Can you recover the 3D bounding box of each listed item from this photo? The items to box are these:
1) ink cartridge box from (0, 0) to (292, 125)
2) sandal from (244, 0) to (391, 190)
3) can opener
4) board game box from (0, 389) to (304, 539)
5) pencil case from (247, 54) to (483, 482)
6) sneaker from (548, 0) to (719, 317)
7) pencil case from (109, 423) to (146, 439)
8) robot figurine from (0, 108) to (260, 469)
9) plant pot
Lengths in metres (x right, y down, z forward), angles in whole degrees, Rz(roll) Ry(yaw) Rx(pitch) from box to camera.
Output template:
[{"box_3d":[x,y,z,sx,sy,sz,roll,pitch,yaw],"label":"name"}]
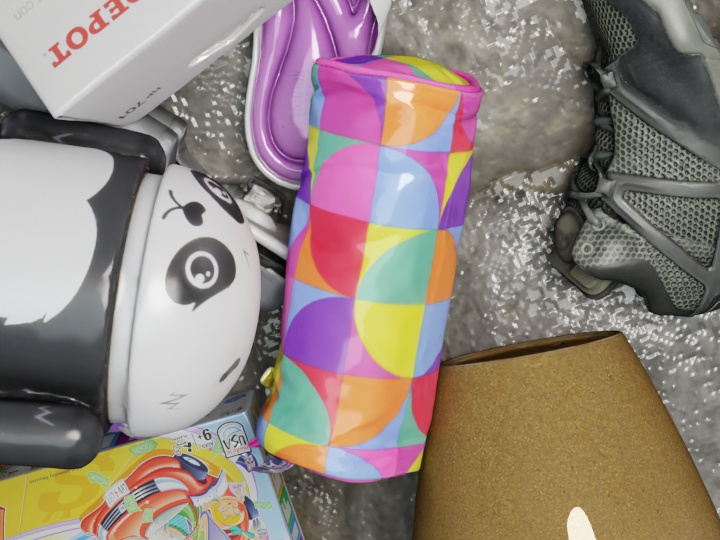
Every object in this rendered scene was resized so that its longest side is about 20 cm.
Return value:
[{"box_3d":[-0.120,-0.186,0.753,0.146,0.086,0.201,-36,83,12],"label":"ink cartridge box"},{"box_3d":[-0.021,-0.135,0.802,0.082,0.050,0.204,-1,106,4],"label":"sandal"},{"box_3d":[-0.114,-0.048,0.832,0.199,0.053,0.067,31,105,-4],"label":"can opener"},{"box_3d":[-0.130,0.155,0.900,0.199,0.034,0.135,-17,104,8],"label":"board game box"},{"box_3d":[0.000,0.000,0.786,0.088,0.088,0.202,12,101,0],"label":"pencil case"},{"box_3d":[0.124,-0.062,0.800,0.114,0.076,0.200,-27,108,4],"label":"sneaker"},{"box_3d":[-0.178,0.018,0.837,0.198,0.084,0.086,16,141,-2],"label":"pencil case"},{"box_3d":[-0.142,0.004,0.740,0.198,0.125,0.152,8,90,-2],"label":"robot figurine"},{"box_3d":[0.097,0.136,0.821,0.185,0.186,0.202,-11,90,7],"label":"plant pot"}]
